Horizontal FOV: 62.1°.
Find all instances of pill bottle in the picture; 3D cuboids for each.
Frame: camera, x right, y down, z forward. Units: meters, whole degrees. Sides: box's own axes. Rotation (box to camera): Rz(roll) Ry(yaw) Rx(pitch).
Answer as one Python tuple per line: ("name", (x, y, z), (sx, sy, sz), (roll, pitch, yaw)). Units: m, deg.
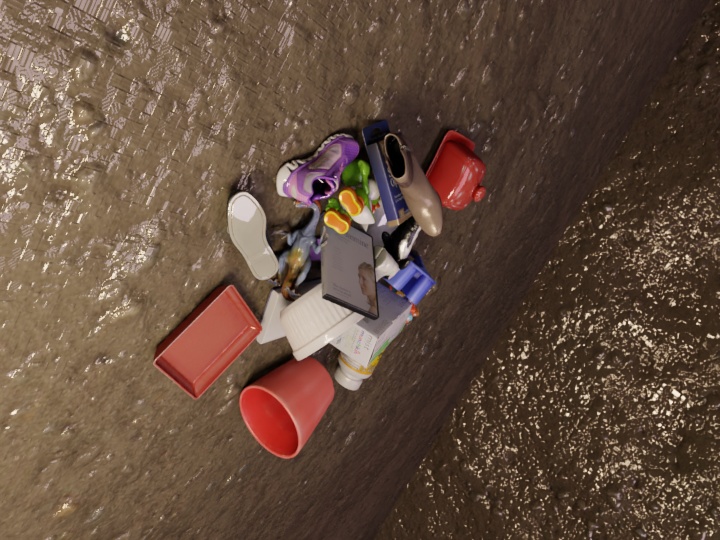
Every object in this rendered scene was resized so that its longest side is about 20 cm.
("pill bottle", (0.003, 0.230, 1.689), (0.112, 0.112, 0.204), (1, 120, -58))

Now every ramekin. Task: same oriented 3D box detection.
("ramekin", (-0.078, 0.088, 1.251), (0.197, 0.107, 0.200), (-34, 180, 0))

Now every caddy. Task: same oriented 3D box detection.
("caddy", (0.111, -0.006, 1.513), (0.141, 0.200, 0.106), (38, 92, -29))

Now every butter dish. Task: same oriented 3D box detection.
("butter dish", (0.259, -0.230, 1.546), (0.197, 0.147, 0.204), (2, 120, -58))

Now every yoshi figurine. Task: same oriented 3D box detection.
("yoshi figurine", (-0.018, -0.162, 1.199), (0.201, 0.109, 0.115), (-55, 145, -59))

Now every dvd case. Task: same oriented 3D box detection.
("dvd case", (-0.022, -0.011, 1.207), (0.140, 0.205, 0.017), (25, 137, -35))

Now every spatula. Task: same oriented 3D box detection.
("spatula", (-0.135, -0.035, 1.264), (0.197, 0.020, 0.058), (-16, 135, -51))

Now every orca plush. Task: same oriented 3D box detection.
("orca plush", (0.083, -0.066, 1.345), (0.069, 0.108, 0.200), (18, 138, -23))

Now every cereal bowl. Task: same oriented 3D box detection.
("cereal bowl", (0.045, -0.133, 1.378), (0.199, 0.083, 0.203), (-39, 150, -27))

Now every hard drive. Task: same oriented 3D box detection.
("hard drive", (-0.147, 0.088, 1.378), (0.198, 0.025, 0.135), (-14, 132, -53))

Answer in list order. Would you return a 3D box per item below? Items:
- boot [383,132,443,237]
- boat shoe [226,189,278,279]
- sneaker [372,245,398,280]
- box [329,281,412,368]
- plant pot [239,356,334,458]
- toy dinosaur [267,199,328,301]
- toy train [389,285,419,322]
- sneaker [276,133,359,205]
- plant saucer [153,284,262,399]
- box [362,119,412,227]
("boot", (0.098, -0.169, 1.166), (0.069, 0.205, 0.146), (-26, 167, 16))
("boat shoe", (-0.197, -0.070, 1.074), (0.074, 0.062, 0.202), (-30, 139, -9))
("sneaker", (0.000, 0.000, 1.345), (0.080, 0.196, 0.073), (32, 62, -42))
("box", (0.005, 0.108, 1.446), (0.199, 0.174, 0.099), (-36, 153, -54))
("plant pot", (-0.165, 0.314, 1.446), (0.177, 0.197, 0.205), (-37, 150, -45))
("toy dinosaur", (-0.130, -0.053, 1.205), (0.186, 0.103, 0.200), (-67, -172, -17))
("toy train", (0.124, 0.085, 1.648), (0.054, 0.203, 0.153), (12, 131, -13))
("sneaker", (-0.064, -0.185, 1.137), (0.199, 0.088, 0.082), (-38, 148, -31))
("plant saucer", (-0.299, 0.136, 1.175), (0.200, 0.036, 0.201), (-47, 152, -17))
("box", (0.067, -0.207, 1.241), (0.121, 0.032, 0.206), (-36, 112, -54))
